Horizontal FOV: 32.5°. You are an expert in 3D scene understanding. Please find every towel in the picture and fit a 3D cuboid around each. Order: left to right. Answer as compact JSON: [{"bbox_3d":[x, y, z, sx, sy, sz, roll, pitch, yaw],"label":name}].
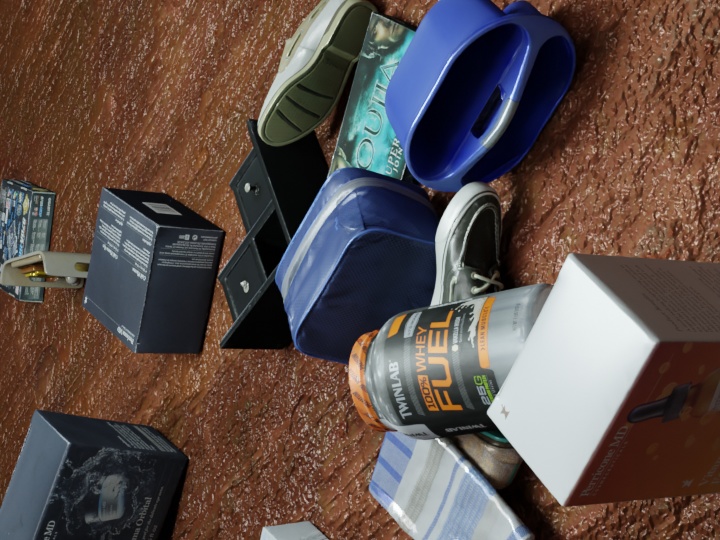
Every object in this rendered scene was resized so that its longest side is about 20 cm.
[{"bbox_3d":[0.083,0.235,1.208,0.200,0.024,0.147,47,139,31],"label":"towel"}]

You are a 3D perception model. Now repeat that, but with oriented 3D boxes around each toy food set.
[{"bbox_3d":[-0.463,0.010,1.937,0.200,0.143,0.061,-10,79,53],"label":"toy food set"}]

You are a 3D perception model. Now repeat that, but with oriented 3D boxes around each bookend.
[{"bbox_3d":[-0.113,-0.041,1.497,0.199,0.092,0.200,-49,49,41],"label":"bookend"}]

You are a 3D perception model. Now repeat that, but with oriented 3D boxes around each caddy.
[{"bbox_3d":[0.113,-0.164,1.152,0.200,0.141,0.105,-60,39,33],"label":"caddy"}]

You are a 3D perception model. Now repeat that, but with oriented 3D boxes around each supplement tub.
[{"bbox_3d":[0.096,0.087,1.124,0.200,0.122,0.123,-14,75,31],"label":"supplement tub"}]

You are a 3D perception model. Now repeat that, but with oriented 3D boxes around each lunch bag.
[{"bbox_3d":[0.000,0.000,1.294,0.200,0.136,0.132,-57,31,28],"label":"lunch bag"}]

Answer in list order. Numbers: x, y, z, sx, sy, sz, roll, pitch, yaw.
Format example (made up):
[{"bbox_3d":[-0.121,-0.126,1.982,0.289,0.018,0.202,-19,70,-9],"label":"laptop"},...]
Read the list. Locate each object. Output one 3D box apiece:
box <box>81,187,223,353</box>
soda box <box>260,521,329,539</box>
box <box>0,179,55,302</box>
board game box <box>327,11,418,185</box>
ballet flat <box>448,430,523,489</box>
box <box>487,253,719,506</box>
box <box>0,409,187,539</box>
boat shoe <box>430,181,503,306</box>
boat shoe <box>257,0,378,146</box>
[{"bbox_3d":[-0.296,-0.002,1.740,0.200,0.104,0.183,31,111,51],"label":"box"},{"bbox_3d":[-0.040,0.358,1.387,0.200,0.068,0.064,30,113,52],"label":"soda box"},{"bbox_3d":[-0.611,-0.056,2.231,0.159,0.046,0.201,18,102,53],"label":"box"},{"bbox_3d":[0.031,-0.170,1.360,0.135,0.028,0.200,37,117,48],"label":"board game box"},{"bbox_3d":[0.086,0.158,1.232,0.200,0.068,0.067,33,121,52],"label":"ballet flat"},{"bbox_3d":[0.224,0.082,0.927,0.106,0.200,0.153,51,128,43],"label":"box"},{"bbox_3d":[-0.376,0.315,1.716,0.117,0.200,0.197,27,99,47],"label":"box"},{"bbox_3d":[0.111,0.015,1.207,0.064,0.071,0.201,36,124,50],"label":"boat shoe"},{"bbox_3d":[-0.056,-0.236,1.434,0.200,0.075,0.068,-52,41,10],"label":"boat shoe"}]
